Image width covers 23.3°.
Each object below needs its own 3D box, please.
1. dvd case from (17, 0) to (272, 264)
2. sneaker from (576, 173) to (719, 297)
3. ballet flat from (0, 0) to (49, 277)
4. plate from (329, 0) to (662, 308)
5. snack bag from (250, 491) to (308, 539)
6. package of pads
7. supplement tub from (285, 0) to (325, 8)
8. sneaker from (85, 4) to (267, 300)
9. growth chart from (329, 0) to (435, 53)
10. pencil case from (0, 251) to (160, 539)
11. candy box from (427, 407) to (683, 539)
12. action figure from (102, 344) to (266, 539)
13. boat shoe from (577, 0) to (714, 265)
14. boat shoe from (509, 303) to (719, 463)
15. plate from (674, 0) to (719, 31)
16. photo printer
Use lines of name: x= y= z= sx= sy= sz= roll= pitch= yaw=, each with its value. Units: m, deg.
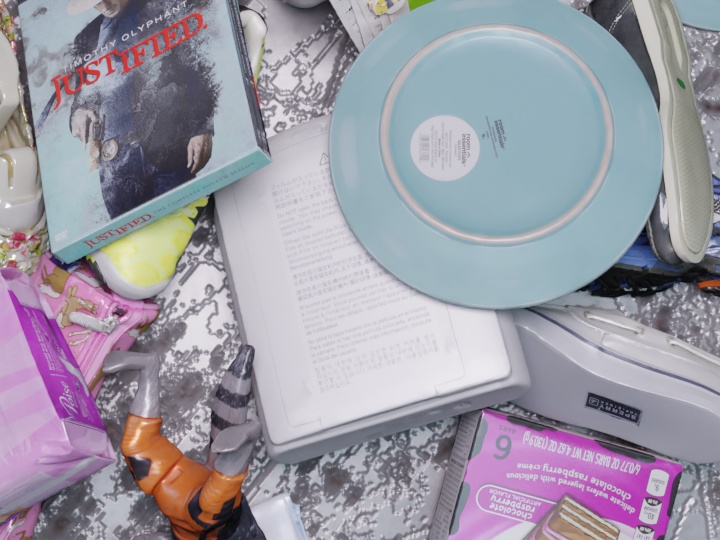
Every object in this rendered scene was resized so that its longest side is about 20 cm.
dvd case: x=-0.133 y=-0.118 z=1.036 sx=0.145 sy=0.022 sz=0.201 roll=-24 pitch=56 yaw=18
sneaker: x=0.194 y=-0.027 z=1.117 sx=0.198 sy=0.075 sz=0.079 roll=2 pitch=73 yaw=-11
ballet flat: x=-0.228 y=-0.083 z=1.067 sx=0.075 sy=0.064 sz=0.202 roll=-14 pitch=87 yaw=-45
plate: x=0.079 y=-0.077 z=1.023 sx=0.198 sy=0.026 sz=0.202 roll=0 pitch=73 yaw=1
snack bag: x=-0.099 y=0.261 z=1.088 sx=0.198 sy=0.021 sz=0.190 roll=-21 pitch=88 yaw=-6
package of pads: x=-0.249 y=0.097 z=0.981 sx=0.199 sy=0.076 sz=0.121 roll=-30 pitch=71 yaw=9
supplement tub: x=0.004 y=-0.272 z=1.069 sx=0.199 sy=0.144 sz=0.145 roll=-36 pitch=90 yaw=-6
sneaker: x=-0.112 y=-0.079 z=1.049 sx=0.075 sy=0.076 sz=0.202 roll=25 pitch=65 yaw=-22
growth chart: x=0.041 y=-0.183 z=1.060 sx=0.145 sy=0.200 sz=0.018 roll=-42 pitch=57 yaw=1
pencil case: x=-0.200 y=0.089 z=1.054 sx=0.082 sy=0.087 sz=0.201 roll=28 pitch=86 yaw=14
candy box: x=0.107 y=0.197 z=1.085 sx=0.135 sy=0.061 sz=0.202 roll=15 pitch=89 yaw=-6
action figure: x=-0.068 y=0.152 z=1.014 sx=0.199 sy=0.195 sz=0.105 roll=18 pitch=41 yaw=31
boat shoe: x=0.175 y=-0.089 z=1.088 sx=0.067 sy=0.072 sz=0.202 roll=-21 pitch=61 yaw=26
boat shoe: x=0.149 y=0.054 z=1.102 sx=0.198 sy=0.072 sz=0.066 roll=18 pitch=46 yaw=14
plate: x=0.244 y=-0.259 z=1.151 sx=0.198 sy=0.026 sz=0.202 roll=0 pitch=87 yaw=-5
photo printer: x=0.000 y=0.000 z=1.064 sx=0.165 sy=0.069 sz=0.202 roll=-17 pitch=72 yaw=6
